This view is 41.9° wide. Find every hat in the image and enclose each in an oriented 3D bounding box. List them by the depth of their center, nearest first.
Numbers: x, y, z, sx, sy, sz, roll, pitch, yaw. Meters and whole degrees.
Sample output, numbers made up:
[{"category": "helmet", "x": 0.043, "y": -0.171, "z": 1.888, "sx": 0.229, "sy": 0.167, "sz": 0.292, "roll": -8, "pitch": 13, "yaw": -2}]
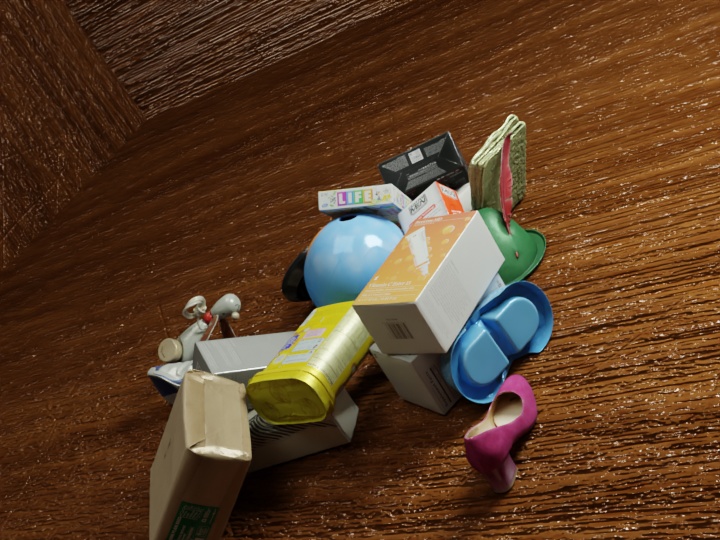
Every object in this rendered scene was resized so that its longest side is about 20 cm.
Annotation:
[{"category": "hat", "x": 0.206, "y": -0.087, "z": 1.584, "sx": 0.165, "sy": 0.177, "sz": 0.200, "roll": -18, "pitch": 29, "yaw": 26}]

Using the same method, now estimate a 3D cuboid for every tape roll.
[{"category": "tape roll", "x": 0.136, "y": -0.092, "z": 1.770, "sx": 0.202, "sy": 0.037, "sz": 0.203, "roll": -36, "pitch": 6, "yaw": 5}]

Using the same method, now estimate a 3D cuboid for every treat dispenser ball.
[{"category": "treat dispenser ball", "x": 0.000, "y": 0.000, "z": 1.648, "sx": 0.200, "sy": 0.201, "sz": 0.201, "roll": -26, "pitch": 26, "yaw": 14}]

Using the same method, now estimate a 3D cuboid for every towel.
[{"category": "towel", "x": 0.244, "y": -0.166, "z": 1.677, "sx": 0.036, "sy": 0.201, "sz": 0.148, "roll": 30, "pitch": 61, "yaw": 32}]

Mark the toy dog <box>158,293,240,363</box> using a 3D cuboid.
[{"category": "toy dog", "x": -0.311, "y": 0.144, "z": 1.877, "sx": 0.131, "sy": 0.097, "sz": 0.200, "roll": -6, "pitch": -38, "yaw": -49}]

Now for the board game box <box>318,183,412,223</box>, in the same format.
[{"category": "board game box", "x": 0.017, "y": -0.114, "z": 1.698, "sx": 0.133, "sy": 0.035, "sz": 0.200, "roll": -5, "pitch": -7, "yaw": 14}]

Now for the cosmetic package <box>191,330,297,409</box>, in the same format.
[{"category": "cosmetic package", "x": -0.171, "y": 0.167, "z": 1.565, "sx": 0.199, "sy": 0.091, "sz": 0.107, "roll": -1, "pitch": 26, "yaw": -26}]

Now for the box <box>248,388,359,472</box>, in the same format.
[{"category": "box", "x": -0.107, "y": 0.249, "z": 1.489, "sx": 0.199, "sy": 0.069, "sz": 0.082, "roll": -22, "pitch": 26, "yaw": 23}]

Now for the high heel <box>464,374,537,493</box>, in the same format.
[{"category": "high heel", "x": 0.178, "y": 0.187, "z": 1.233, "sx": 0.067, "sy": 0.096, "sz": 0.200, "roll": -15, "pitch": 31, "yaw": 34}]

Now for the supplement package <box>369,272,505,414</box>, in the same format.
[{"category": "supplement package", "x": 0.133, "y": 0.101, "z": 1.422, "sx": 0.200, "sy": 0.110, "sz": 0.113, "roll": -43, "pitch": 27, "yaw": -21}]

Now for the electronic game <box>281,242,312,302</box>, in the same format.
[{"category": "electronic game", "x": -0.067, "y": -0.012, "z": 1.802, "sx": 0.200, "sy": 0.200, "sz": 0.042, "roll": -37, "pitch": 68, "yaw": -8}]

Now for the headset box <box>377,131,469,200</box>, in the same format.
[{"category": "headset box", "x": 0.131, "y": -0.182, "z": 1.812, "sx": 0.148, "sy": 0.078, "sz": 0.200, "roll": -24, "pitch": -12, "yaw": 10}]

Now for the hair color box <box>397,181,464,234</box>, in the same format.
[{"category": "hair color box", "x": 0.141, "y": -0.038, "z": 1.582, "sx": 0.101, "sy": 0.061, "sz": 0.201, "roll": -40, "pitch": 52, "yaw": 31}]

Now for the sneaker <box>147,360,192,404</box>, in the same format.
[{"category": "sneaker", "x": -0.304, "y": 0.198, "z": 1.814, "sx": 0.198, "sy": 0.081, "sz": 0.115, "roll": -2, "pitch": 35, "yaw": 37}]

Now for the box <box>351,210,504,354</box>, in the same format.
[{"category": "box", "x": 0.101, "y": 0.017, "z": 1.362, "sx": 0.124, "sy": 0.098, "sz": 0.200, "roll": -6, "pitch": 36, "yaw": 44}]

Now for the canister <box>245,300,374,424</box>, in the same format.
[{"category": "canister", "x": -0.066, "y": 0.139, "z": 1.462, "sx": 0.148, "sy": 0.087, "sz": 0.200, "roll": -12, "pitch": 27, "yaw": 40}]

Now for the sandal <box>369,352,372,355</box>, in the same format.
[{"category": "sandal", "x": 0.091, "y": 0.095, "z": 1.573, "sx": 0.075, "sy": 0.045, "sz": 0.200, "roll": 4, "pitch": 30, "yaw": 44}]

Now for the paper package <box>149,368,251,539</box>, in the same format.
[{"category": "paper package", "x": -0.242, "y": 0.289, "z": 1.408, "sx": 0.191, "sy": 0.103, "sz": 0.201, "roll": -109, "pitch": 38, "yaw": -59}]

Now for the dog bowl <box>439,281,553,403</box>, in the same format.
[{"category": "dog bowl", "x": 0.192, "y": 0.101, "z": 1.357, "sx": 0.200, "sy": 0.112, "sz": 0.049, "roll": -44, "pitch": 19, "yaw": -22}]

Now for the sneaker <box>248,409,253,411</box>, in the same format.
[{"category": "sneaker", "x": -0.202, "y": 0.238, "z": 1.611, "sx": 0.090, "sy": 0.078, "sz": 0.200, "roll": -6, "pitch": 36, "yaw": 40}]
